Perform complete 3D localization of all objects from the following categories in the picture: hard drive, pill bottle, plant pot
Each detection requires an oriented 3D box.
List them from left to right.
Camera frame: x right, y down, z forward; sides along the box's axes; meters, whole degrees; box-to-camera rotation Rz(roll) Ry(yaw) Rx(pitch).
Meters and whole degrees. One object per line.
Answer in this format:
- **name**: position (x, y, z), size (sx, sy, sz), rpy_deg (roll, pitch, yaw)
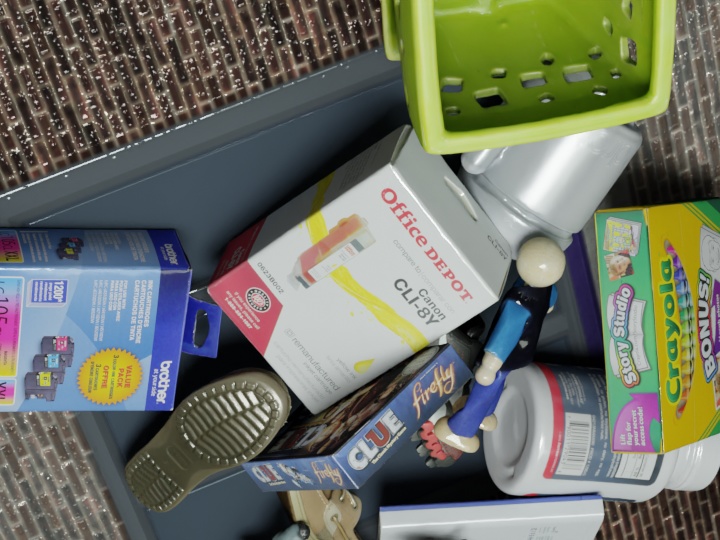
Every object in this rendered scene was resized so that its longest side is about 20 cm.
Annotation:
- **hard drive**: position (0.115, 0.238, 1.605), size (0.197, 0.026, 0.132), rpy_deg (-3, 156, -2)
- **plant pot**: position (0.111, -0.224, 1.315), size (0.198, 0.182, 0.201), rpy_deg (-11, 121, -11)
- **pill bottle**: position (0.223, 0.150, 1.600), size (0.198, 0.120, 0.121), rpy_deg (7, 116, -21)

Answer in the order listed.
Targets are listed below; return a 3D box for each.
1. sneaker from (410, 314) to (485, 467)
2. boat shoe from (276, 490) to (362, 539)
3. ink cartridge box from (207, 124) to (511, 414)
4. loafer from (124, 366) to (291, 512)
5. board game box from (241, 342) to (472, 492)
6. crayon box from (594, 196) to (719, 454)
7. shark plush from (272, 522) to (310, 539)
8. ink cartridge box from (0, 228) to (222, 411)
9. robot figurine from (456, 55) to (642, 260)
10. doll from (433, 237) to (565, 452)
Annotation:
- **sneaker**: position (0.071, 0.086, 1.543), size (0.097, 0.071, 0.202), rpy_deg (-20, 121, -4)
- **boat shoe**: position (-0.035, 0.211, 1.585), size (0.064, 0.071, 0.201), rpy_deg (-26, 133, -8)
- **ink cartridge box**: position (0.000, 0.000, 1.408), size (0.199, 0.084, 0.145), rpy_deg (-33, 106, 26)
- **loafer**: position (-0.126, 0.132, 1.477), size (0.199, 0.067, 0.076), rpy_deg (-34, 99, 37)
- **board game box**: position (-0.007, 0.122, 1.425), size (0.135, 0.200, 0.035), rpy_deg (-43, 101, -24)
- **crayon box**: position (0.270, 0.042, 1.496), size (0.172, 0.058, 0.203), rpy_deg (-9, 95, -53)
- **shark plush**: position (-0.096, 0.284, 1.558), size (0.198, 0.084, 0.091), rpy_deg (-5, 134, 32)
- **ink cartridge box**: position (-0.215, 0.040, 1.424), size (0.198, 0.076, 0.138), rpy_deg (0, 118, -20)
- **robot figurine**: position (0.153, -0.091, 1.445), size (0.169, 0.113, 0.201), rpy_deg (19, 112, -41)
- **doll**: position (0.120, 0.059, 1.438), size (0.048, 0.136, 0.201), rpy_deg (31, 124, 13)
